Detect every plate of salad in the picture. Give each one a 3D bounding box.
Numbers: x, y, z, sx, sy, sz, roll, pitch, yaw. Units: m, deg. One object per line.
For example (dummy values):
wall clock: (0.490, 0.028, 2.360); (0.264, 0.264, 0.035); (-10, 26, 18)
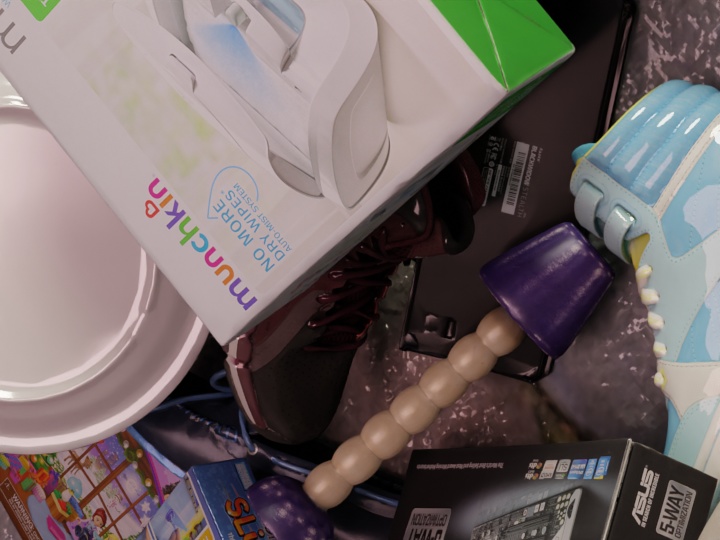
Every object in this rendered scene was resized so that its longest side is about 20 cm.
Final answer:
plate of salad: (-0.163, -0.011, 0.923); (0.199, 0.048, 0.201); (1, 99, 4)

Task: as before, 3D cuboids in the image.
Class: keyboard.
keyboard: (0.065, -0.052, 0.925); (0.104, 0.040, 0.201); (16, 108, 10)

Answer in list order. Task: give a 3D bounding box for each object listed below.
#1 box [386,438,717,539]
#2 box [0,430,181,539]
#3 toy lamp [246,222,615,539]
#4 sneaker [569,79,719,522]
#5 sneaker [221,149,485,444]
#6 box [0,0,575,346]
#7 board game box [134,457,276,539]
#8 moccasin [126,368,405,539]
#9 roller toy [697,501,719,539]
box: (0.064, 0.159, 0.848); (0.200, 0.050, 0.158); (-13, 55, 65)
box: (-0.141, 0.122, 1.087); (0.137, 0.039, 0.200); (-42, 73, 32)
toy lamp: (0.035, 0.056, 0.898); (0.200, 0.058, 0.058); (-43, 71, 5)
sneaker: (0.141, 0.010, 0.848); (0.130, 0.079, 0.201); (22, 100, 28)
sneaker: (0.000, 0.000, 0.889); (0.115, 0.076, 0.201); (18, 114, 37)
box: (-0.046, -0.106, 0.797); (0.176, 0.097, 0.200); (-40, 88, 29)
board game box: (-0.088, 0.205, 0.975); (0.200, 0.034, 0.136); (-51, 55, 43)
moccasin: (-0.042, 0.090, 1.000); (0.200, 0.080, 0.068); (31, 110, 12)
roller toy: (0.216, 0.110, 0.744); (0.140, 0.182, 0.201); (37, 117, 26)
